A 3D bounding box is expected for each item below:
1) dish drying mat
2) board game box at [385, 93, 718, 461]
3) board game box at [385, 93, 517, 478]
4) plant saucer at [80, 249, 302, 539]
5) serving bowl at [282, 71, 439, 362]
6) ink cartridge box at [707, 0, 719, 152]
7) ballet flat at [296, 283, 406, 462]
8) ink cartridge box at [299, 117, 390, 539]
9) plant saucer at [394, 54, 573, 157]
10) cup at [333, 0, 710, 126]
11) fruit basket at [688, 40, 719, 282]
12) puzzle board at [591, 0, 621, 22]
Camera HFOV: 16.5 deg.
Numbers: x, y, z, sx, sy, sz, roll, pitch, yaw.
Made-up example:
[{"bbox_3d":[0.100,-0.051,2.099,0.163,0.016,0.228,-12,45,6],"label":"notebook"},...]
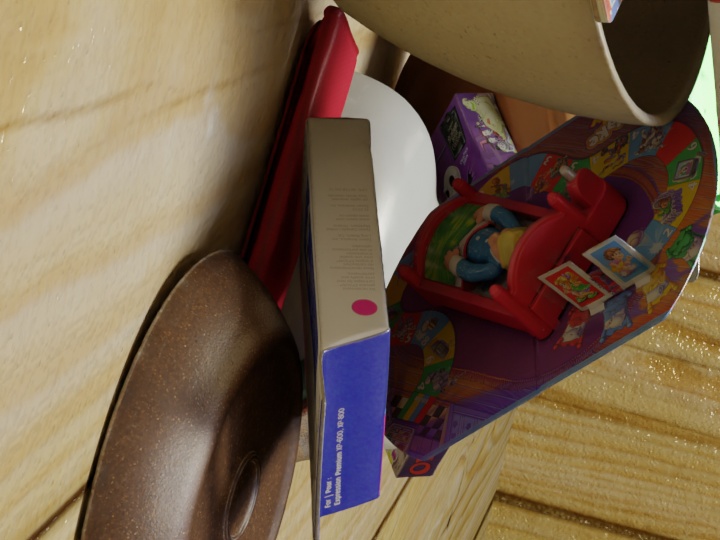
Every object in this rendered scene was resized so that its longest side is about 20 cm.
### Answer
[{"bbox_3d":[-0.038,-0.021,1.172,0.077,0.018,0.201,59,46,-76],"label":"dish drying mat"},{"bbox_3d":[0.065,-0.013,1.094,0.200,0.039,0.159,-32,-145,28],"label":"board game box"},{"bbox_3d":[0.046,0.011,1.387,0.200,0.032,0.120,118,-35,-45],"label":"board game box"},{"bbox_3d":[-0.065,0.093,1.058,0.200,0.036,0.202,13,90,-77],"label":"plant saucer"},{"bbox_3d":[0.000,0.000,1.311,0.200,0.065,0.201,15,90,-83],"label":"serving bowl"},{"bbox_3d":[0.192,-0.118,1.060,0.146,0.082,0.201,-80,165,-45],"label":"ink cartridge box"},{"bbox_3d":[0.020,0.044,1.201,0.200,0.067,0.068,-44,-170,6],"label":"ballet flat"},{"bbox_3d":[-0.008,0.028,1.082,0.201,0.037,0.095,-91,-177,-52],"label":"ink cartridge box"},{"bbox_3d":[0.064,-0.059,1.412,0.200,0.037,0.202,6,-83,63],"label":"plant saucer"},{"bbox_3d":[0.061,-0.162,1.070,0.200,0.142,0.202,1,90,-65],"label":"cup"},{"bbox_3d":[0.129,-0.090,1.422,0.200,0.093,0.187,4,-85,60],"label":"fruit basket"},{"bbox_3d":[0.098,-0.219,0.958,0.151,0.017,0.201,-63,144,-46],"label":"puzzle board"}]
